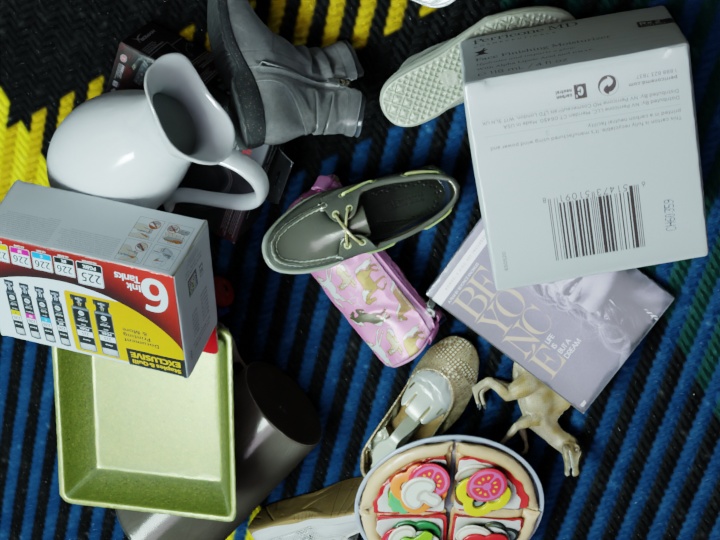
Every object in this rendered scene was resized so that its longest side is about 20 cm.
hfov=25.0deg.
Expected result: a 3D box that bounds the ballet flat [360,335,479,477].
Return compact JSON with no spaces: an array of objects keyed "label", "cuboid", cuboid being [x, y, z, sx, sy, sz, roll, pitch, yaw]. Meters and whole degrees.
[{"label":"ballet flat","cuboid":[0.060,0.155,1.697,0.070,0.065,0.201,36,121,13]}]

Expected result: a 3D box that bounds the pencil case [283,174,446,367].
[{"label":"pencil case","cuboid":[0.000,0.000,1.636,0.086,0.083,0.201,-39,98,6]}]

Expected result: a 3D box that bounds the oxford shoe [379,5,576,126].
[{"label":"oxford shoe","cuboid":[0.110,-0.195,1.517,0.198,0.058,0.076,-23,104,12]}]

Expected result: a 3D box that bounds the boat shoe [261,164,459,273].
[{"label":"boat shoe","cuboid":[0.001,-0.051,1.561,0.199,0.060,0.073,-21,94,-12]}]

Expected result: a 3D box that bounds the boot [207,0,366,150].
[{"label":"boot","cuboid":[-0.072,-0.208,1.561,0.070,0.130,0.202,120,138,-67]}]

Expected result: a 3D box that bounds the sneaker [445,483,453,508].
[{"label":"sneaker","cuboid":[0.085,0.262,1.751,0.084,0.077,0.201,18,124,-8]}]

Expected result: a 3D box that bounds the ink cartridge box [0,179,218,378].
[{"label":"ink cartridge box","cuboid":[-0.241,0.024,1.529,0.197,0.084,0.177,12,134,15]}]

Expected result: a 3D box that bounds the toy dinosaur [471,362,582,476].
[{"label":"toy dinosaur","cuboid":[0.167,0.118,1.660,0.100,0.058,0.202,-17,103,9]}]

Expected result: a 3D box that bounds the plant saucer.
[{"label":"plant saucer","cuboid":[-0.213,0.144,1.656,0.197,0.048,0.203,4,104,16]}]

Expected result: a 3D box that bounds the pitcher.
[{"label":"pitcher","cuboid":[-0.194,-0.100,1.536,0.199,0.122,0.172,-22,120,44]}]

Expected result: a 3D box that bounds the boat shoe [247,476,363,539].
[{"label":"boat shoe","cuboid":[-0.030,0.282,1.796,0.198,0.071,0.070,-17,110,35]}]

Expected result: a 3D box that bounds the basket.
[{"label":"basket","cuboid":[-0.147,0.204,1.751,0.136,0.180,0.200,47,112,1]}]

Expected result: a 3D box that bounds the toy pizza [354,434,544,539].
[{"label":"toy pizza","cuboid":[0.093,0.251,1.679,0.197,0.032,0.202,-1,127,-1]}]

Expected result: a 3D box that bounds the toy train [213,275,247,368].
[{"label":"toy train","cuboid":[-0.185,0.057,1.710,0.084,0.116,0.201,-29,103,29]}]

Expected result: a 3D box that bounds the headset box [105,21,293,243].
[{"label":"headset box","cuboid":[-0.160,-0.134,1.630,0.198,0.075,0.150,27,121,6]}]

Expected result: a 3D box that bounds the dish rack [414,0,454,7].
[{"label":"dish rack","cuboid":[0.018,-0.341,1.483,0.198,0.044,0.173,24,120,6]}]

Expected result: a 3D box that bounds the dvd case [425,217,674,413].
[{"label":"dvd case","cuboid":[0.185,0.024,1.595,0.199,0.016,0.149,37,106,0]}]

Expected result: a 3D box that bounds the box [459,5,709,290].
[{"label":"box","cuboid":[0.198,-0.110,1.451,0.196,0.131,0.202,-10,113,4]}]
